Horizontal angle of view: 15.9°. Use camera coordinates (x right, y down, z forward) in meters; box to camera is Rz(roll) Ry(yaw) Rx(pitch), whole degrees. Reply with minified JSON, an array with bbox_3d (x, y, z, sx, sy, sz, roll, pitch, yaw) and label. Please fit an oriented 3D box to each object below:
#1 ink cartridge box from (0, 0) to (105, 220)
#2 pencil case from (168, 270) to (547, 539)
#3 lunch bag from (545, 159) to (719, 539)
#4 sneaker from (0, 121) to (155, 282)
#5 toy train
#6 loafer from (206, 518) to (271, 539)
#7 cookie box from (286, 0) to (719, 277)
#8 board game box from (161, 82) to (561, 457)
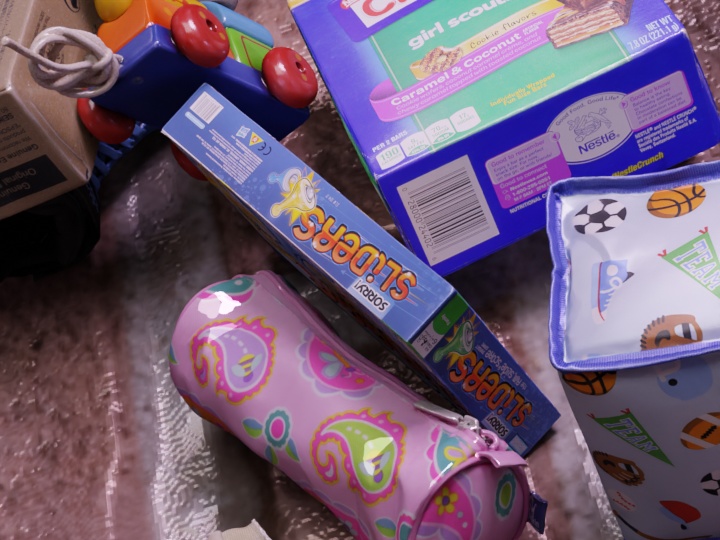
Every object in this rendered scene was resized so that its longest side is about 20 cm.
[{"bbox_3d":[-0.211,-0.105,1.361,0.164,0.075,0.201,-22,37,25],"label":"ink cartridge box"},{"bbox_3d":[-0.005,0.075,1.225,0.087,0.088,0.200,-42,48,-15],"label":"pencil case"},{"bbox_3d":[0.194,0.038,1.128,0.199,0.170,0.124,-8,54,13],"label":"lunch bag"},{"bbox_3d":[-0.145,-0.063,1.389,0.199,0.077,0.111,-28,43,3],"label":"sneaker"},{"bbox_3d":[-0.117,-0.131,1.291,0.085,0.200,0.116,-36,56,25],"label":"toy train"},{"bbox_3d":[0.009,0.175,1.155,0.068,0.076,0.200,-41,60,-16],"label":"loafer"},{"bbox_3d":[0.069,-0.105,1.322,0.170,0.075,0.200,-25,34,0],"label":"cookie box"},{"bbox_3d":[0.000,0.000,1.250,0.034,0.135,0.200,-47,51,-3],"label":"board game box"}]
